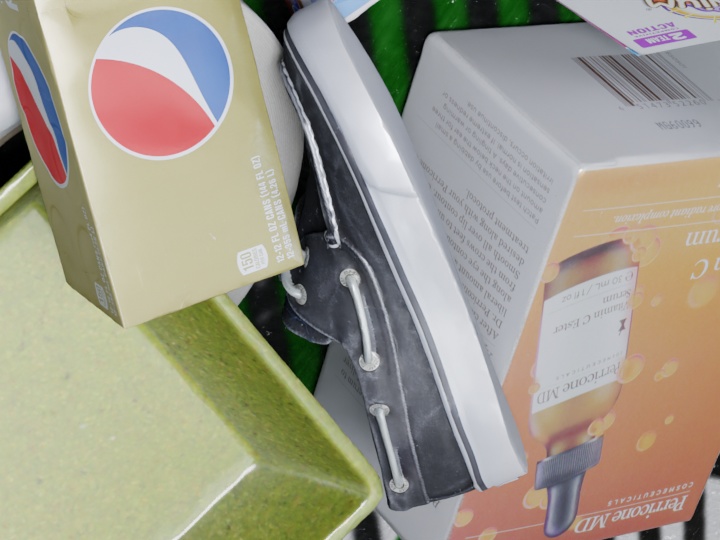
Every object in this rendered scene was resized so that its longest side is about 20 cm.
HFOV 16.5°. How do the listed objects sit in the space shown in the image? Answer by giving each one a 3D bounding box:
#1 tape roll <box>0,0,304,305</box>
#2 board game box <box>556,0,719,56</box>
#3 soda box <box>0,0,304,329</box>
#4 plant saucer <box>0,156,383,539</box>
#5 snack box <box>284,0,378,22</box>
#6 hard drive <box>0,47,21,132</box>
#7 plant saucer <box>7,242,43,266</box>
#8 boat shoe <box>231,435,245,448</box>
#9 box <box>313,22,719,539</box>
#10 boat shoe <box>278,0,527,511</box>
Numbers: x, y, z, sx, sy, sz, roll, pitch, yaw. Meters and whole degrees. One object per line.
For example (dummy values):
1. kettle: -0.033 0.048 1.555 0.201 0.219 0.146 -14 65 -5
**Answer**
1. tape roll: -0.112 -0.026 0.894 0.202 0.037 0.204 -23 136 -25
2. board game box: 0.109 -0.138 0.865 0.200 0.152 0.041 25 64 -49
3. soda box: -0.078 -0.091 0.750 0.064 0.068 0.201 -20 109 -17
4. plant saucer: -0.121 0.075 0.857 0.200 0.048 0.200 -43 125 -7
5. snack box: 0.049 -0.169 0.915 0.199 0.024 0.072 -36 140 -10
6. hard drive: -0.110 -0.122 0.787 0.199 0.027 0.132 -34 118 -12
7. plant saucer: -0.124 0.021 0.882 0.199 0.019 0.070 -34 139 -13
8. boat shoe: -0.055 0.085 1.012 0.062 0.072 0.200 -21 151 6
9. box: 0.087 0.008 1.039 0.151 0.106 0.201 -8 129 -36
10. boat shoe: 0.000 0.000 0.914 0.067 0.072 0.201 -19 116 4
